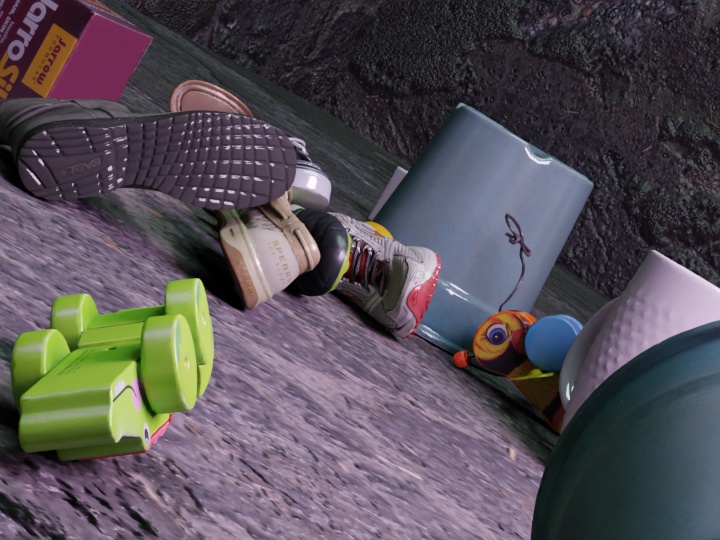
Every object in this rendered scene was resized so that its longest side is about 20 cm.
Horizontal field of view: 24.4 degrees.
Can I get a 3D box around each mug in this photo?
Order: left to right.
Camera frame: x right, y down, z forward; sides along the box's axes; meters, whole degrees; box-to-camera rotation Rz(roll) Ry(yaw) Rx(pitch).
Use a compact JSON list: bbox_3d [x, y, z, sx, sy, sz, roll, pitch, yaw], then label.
[{"bbox_3d":[0.218,0.088,1.234,0.148,0.175,0.200,27,7,-31],"label":"mug"}]

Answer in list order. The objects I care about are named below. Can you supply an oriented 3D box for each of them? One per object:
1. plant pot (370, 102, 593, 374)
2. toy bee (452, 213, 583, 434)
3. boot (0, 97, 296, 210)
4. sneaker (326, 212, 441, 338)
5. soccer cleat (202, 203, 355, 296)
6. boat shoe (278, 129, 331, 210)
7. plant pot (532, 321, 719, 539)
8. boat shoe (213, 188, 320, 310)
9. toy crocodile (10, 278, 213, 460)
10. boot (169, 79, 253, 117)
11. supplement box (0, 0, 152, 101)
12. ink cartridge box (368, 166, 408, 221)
[{"bbox_3d":[0.105,-0.036,1.550,0.200,0.196,0.200,32,7,-4],"label":"plant pot"},{"bbox_3d":[0.141,0.072,1.421,0.131,0.109,0.200,35,25,-58],"label":"toy bee"},{"bbox_3d":[-0.153,-0.095,1.157,0.200,0.068,0.131,1,20,-20],"label":"boot"},{"bbox_3d":[0.000,0.000,1.401,0.082,0.078,0.200,19,5,-29],"label":"sneaker"},{"bbox_3d":[-0.069,-0.028,1.323,0.081,0.068,0.200,17,6,-27],"label":"soccer cleat"},{"bbox_3d":[-0.075,-0.092,1.470,0.072,0.068,0.200,19,-6,-20],"label":"boat shoe"},{"bbox_3d":[0.145,0.130,0.562,0.200,0.200,0.196,32,14,6],"label":"plant pot"},{"bbox_3d":[-0.066,-0.027,1.193,0.200,0.063,0.073,-110,179,-68],"label":"boat shoe"},{"bbox_3d":[-0.097,0.044,0.688,0.067,0.062,0.200,-8,9,2],"label":"toy crocodile"},{"bbox_3d":[-0.148,-0.151,1.807,0.200,0.074,0.155,41,2,-31],"label":"boot"},{"bbox_3d":[-0.286,-0.200,1.379,0.200,0.110,0.086,35,8,27],"label":"supplement box"},{"bbox_3d":[0.131,-0.040,2.153,0.200,0.084,0.144,26,7,-29],"label":"ink cartridge box"}]
